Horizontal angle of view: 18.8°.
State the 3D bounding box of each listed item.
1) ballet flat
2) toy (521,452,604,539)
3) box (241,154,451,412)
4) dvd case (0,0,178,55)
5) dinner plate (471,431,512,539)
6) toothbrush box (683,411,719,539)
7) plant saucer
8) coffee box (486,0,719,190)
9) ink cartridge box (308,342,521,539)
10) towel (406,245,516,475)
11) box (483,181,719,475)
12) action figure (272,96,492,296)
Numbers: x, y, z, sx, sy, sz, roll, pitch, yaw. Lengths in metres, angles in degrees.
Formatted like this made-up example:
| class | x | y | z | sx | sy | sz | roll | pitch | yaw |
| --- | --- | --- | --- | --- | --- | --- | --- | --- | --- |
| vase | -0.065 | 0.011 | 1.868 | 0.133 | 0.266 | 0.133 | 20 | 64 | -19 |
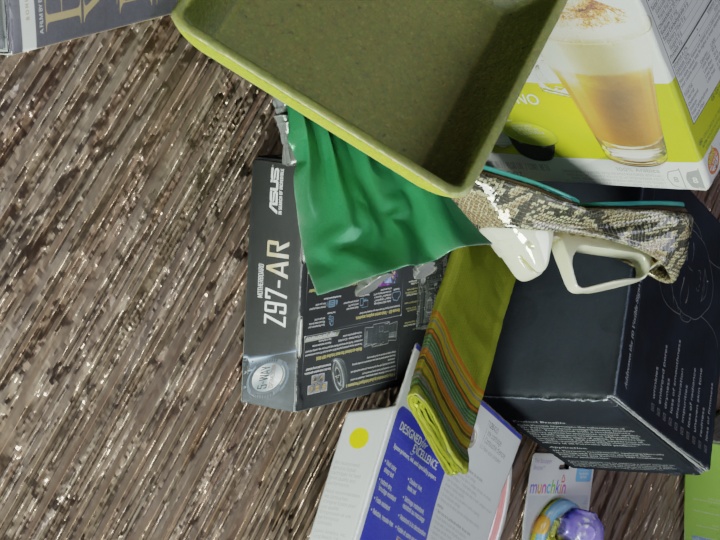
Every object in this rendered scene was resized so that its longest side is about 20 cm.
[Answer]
| class | x | y | z | sx | sy | sz | roll | pitch | yaw |
| --- | --- | --- | --- | --- | --- | --- | --- | --- | --- |
| ballet flat | 0.142 | -0.023 | 1.486 | 0.200 | 0.068 | 0.075 | 10 | 83 | -27 |
| toy | 0.169 | 0.250 | 1.755 | 0.115 | 0.047 | 0.200 | 9 | 90 | -59 |
| box | 0.000 | 0.000 | 1.438 | 0.200 | 0.044 | 0.160 | -11 | 106 | -56 |
| dvd case | -0.136 | -0.209 | 1.204 | 0.200 | 0.016 | 0.149 | -24 | 118 | -53 |
| dinner plate | 0.052 | 0.165 | 1.576 | 0.200 | 0.024 | 0.200 | -18 | 111 | -56 |
| toothbrush box | 0.368 | 0.231 | 2.025 | 0.146 | 0.086 | 0.200 | -26 | 118 | -53 |
| plant saucer | 0.005 | -0.151 | 1.307 | 0.200 | 0.200 | 0.048 | -62 | -175 | -35 |
| coffee box | 0.162 | -0.197 | 1.490 | 0.200 | 0.200 | 0.198 | -57 | 135 | -33 |
| ink cartridge box | 0.032 | 0.172 | 1.481 | 0.198 | 0.047 | 0.200 | 43 | 59 | -55 |
| towel | 0.074 | 0.036 | 1.474 | 0.086 | 0.018 | 0.200 | 63 | 34 | -41 |
| box | 0.187 | 0.032 | 1.645 | 0.197 | 0.124 | 0.200 | 38 | 57 | -55 |
| action figure | -0.012 | -0.085 | 1.321 | 0.118 | 0.055 | 0.200 | -14 | 73 | -27 |
